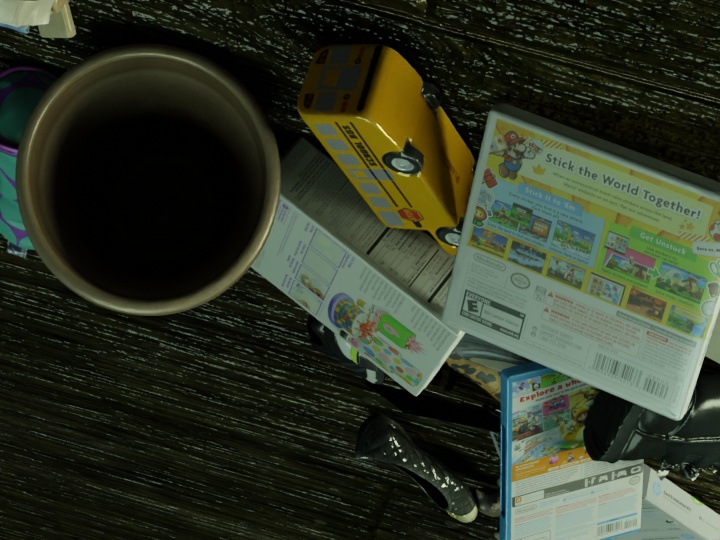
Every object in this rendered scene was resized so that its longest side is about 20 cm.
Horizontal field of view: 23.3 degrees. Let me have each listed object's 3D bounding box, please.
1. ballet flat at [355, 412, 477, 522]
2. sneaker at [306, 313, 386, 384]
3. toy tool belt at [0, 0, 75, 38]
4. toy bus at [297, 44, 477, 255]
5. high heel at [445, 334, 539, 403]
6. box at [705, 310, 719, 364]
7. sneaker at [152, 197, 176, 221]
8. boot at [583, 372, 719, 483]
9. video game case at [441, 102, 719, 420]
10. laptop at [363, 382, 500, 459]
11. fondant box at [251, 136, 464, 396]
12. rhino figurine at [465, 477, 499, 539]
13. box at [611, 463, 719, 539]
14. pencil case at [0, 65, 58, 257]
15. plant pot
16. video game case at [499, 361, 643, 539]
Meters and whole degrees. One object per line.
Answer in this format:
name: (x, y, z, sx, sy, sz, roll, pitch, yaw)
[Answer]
ballet flat: (0.060, 0.228, 1.938, 0.200, 0.057, 0.066, 42, 159, -32)
sneaker: (-0.006, 0.052, 1.590, 0.082, 0.072, 0.200, 22, 172, 7)
toy tool belt: (-0.284, -0.216, 1.159, 0.198, 0.126, 0.123, 16, 147, 1)
toy bus: (0.032, -0.086, 1.307, 0.078, 0.066, 0.200, 2, 152, 28)
high heel: (0.127, 0.093, 1.642, 0.141, 0.072, 0.200, 16, 159, 24)
box: (0.311, 0.026, 1.342, 0.199, 0.096, 0.078, 26, 152, -24)
sneaker: (-0.176, -0.023, 1.550, 0.110, 0.078, 0.200, 3, 163, 4)
boot: (0.298, 0.103, 1.522, 0.161, 0.074, 0.199, 5, 129, -21)
video game case: (0.167, -0.006, 1.274, 0.198, 0.023, 0.184, 23, 121, 19)
laptop: (0.107, 0.192, 1.703, 0.115, 0.202, 0.187, -22, -171, -8)
fondant box: (0.000, 0.000, 1.432, 0.199, 0.058, 0.144, 39, 154, 5)
rhino figurine: (0.195, 0.289, 2.006, 0.199, 0.060, 0.087, 33, 157, -17)
box: (0.274, 0.250, 1.899, 0.199, 0.042, 0.155, 35, 150, -33)
pencil case: (-0.276, -0.089, 1.463, 0.091, 0.086, 0.200, 9, 155, -4)
plant pot: (-0.157, -0.059, 1.365, 0.198, 0.202, 0.175, 15, 173, 1)
video game case: (0.192, 0.165, 1.576, 0.142, 0.018, 0.202, -12, 119, -18)
